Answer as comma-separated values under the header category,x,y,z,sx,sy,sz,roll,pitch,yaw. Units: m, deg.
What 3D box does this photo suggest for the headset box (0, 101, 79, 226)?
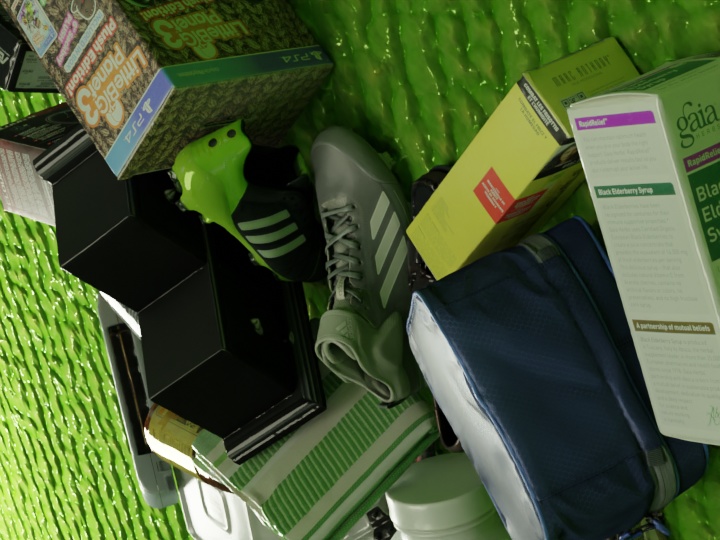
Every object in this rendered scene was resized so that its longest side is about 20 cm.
category,x,y,z,sx,sy,sz,roll,pitch,yaw
headset box,-0.214,-0.098,1.524,0.199,0.148,0.076,15,123,53

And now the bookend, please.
category,x,y,z,sx,sy,sz,roll,pitch,yaw
bookend,-0.135,0.009,1.350,0.092,0.200,0.200,-33,46,23

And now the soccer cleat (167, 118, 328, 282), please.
category,x,y,z,sx,sy,sz,roll,pitch,yaw
soccer cleat,-0.060,-0.047,1.334,0.200,0.081,0.068,35,-151,-54

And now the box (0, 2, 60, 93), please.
category,x,y,z,sx,sy,sz,roll,pitch,yaw
box,-0.231,-0.195,1.430,0.161,0.199,0.049,42,122,34

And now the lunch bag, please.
category,x,y,z,sx,sy,sz,roll,pitch,yaw
lunch bag,0.129,0.077,1.105,0.201,0.132,0.136,62,171,12

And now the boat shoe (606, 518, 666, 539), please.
category,x,y,z,sx,sy,sz,roll,pitch,yaw
boat shoe,0.153,0.159,1.196,0.072,0.065,0.201,-15,97,62

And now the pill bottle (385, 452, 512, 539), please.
category,x,y,z,sx,sy,sz,roll,pitch,yaw
pill bottle,0.079,0.242,1.332,0.108,0.108,0.201,12,120,55

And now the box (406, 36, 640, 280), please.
category,x,y,z,sx,sy,sz,roll,pitch,yaw
box,0.100,-0.062,1.115,0.050,0.075,0.200,58,149,13

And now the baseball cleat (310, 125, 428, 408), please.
category,x,y,z,sx,sy,sz,roll,pitch,yaw
baseball cleat,0.000,0.000,1.289,0.070,0.106,0.201,-17,101,48

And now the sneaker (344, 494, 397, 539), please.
category,x,y,z,sx,sy,sz,roll,pitch,yaw
sneaker,0.012,0.197,1.435,0.066,0.090,0.201,-29,70,20

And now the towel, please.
category,x,y,z,sx,sy,sz,roll,pitch,yaw
towel,-0.036,0.126,1.369,0.023,0.153,0.200,50,169,-34

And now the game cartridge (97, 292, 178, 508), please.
category,x,y,z,sx,sy,sz,roll,pitch,yaw
game cartridge,-0.212,0.124,1.726,0.133,0.041,0.201,117,139,-72

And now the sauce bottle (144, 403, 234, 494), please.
category,x,y,z,sx,sy,sz,roll,pitch,yaw
sauce bottle,-0.111,0.147,1.493,0.200,0.066,0.066,14,122,56

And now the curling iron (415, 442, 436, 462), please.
category,x,y,z,sx,sy,sz,roll,pitch,yaw
curling iron,0.036,0.127,1.402,0.049,0.025,0.201,-10,102,57

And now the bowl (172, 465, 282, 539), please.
category,x,y,z,sx,sy,sz,roll,pitch,yaw
bowl,-0.103,0.196,1.634,0.200,0.074,0.201,25,132,47

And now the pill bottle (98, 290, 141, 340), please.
category,x,y,z,sx,sy,sz,roll,pitch,yaw
pill bottle,-0.158,0.015,1.558,0.200,0.106,0.107,42,143,35

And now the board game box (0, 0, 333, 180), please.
category,x,y,z,sx,sy,sz,roll,pitch,yaw
board game box,-0.148,-0.183,1.325,0.200,0.159,0.097,54,131,19

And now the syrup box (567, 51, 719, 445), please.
category,x,y,z,sx,sy,sz,roll,pitch,yaw
syrup box,0.191,-0.012,0.995,0.081,0.078,0.201,3,113,58

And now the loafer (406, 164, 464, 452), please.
category,x,y,z,sx,sy,sz,roll,pitch,yaw
loafer,0.066,0.030,1.246,0.072,0.063,0.201,9,118,56
